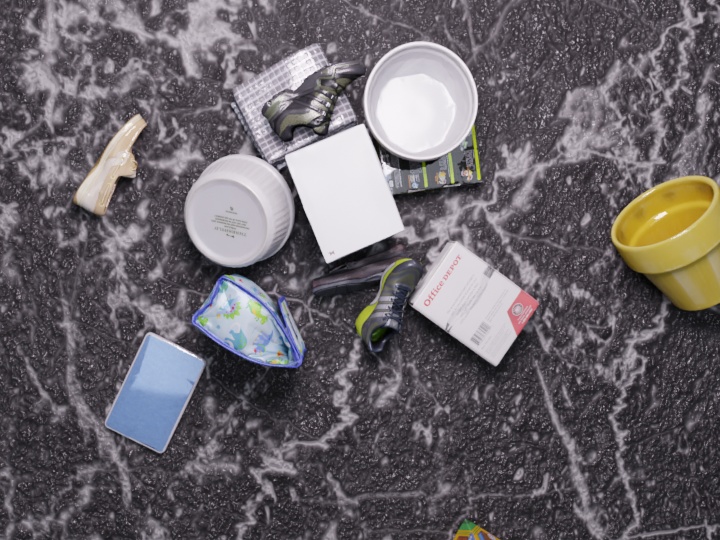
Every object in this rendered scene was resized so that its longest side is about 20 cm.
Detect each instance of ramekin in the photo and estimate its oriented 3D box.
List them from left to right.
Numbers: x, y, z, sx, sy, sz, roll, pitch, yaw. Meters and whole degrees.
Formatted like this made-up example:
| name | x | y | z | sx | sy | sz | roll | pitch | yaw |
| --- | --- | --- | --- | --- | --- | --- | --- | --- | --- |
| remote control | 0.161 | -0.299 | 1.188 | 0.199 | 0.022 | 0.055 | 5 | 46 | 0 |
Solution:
| name | x | y | z | sx | sy | sz | roll | pitch | yaw |
| --- | --- | --- | --- | --- | --- | --- | --- | --- | --- |
| ramekin | -0.223 | -0.100 | 1.213 | 0.199 | 0.094 | 0.206 | 4 | 110 | 10 |
| ramekin | 0.101 | -0.290 | 1.202 | 0.196 | 0.105 | 0.204 | 0 | 91 | -3 |

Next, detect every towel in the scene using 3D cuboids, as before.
| name | x | y | z | sx | sy | sz | roll | pitch | yaw |
| --- | --- | --- | --- | --- | --- | --- | --- | --- | --- |
| towel | -0.124 | -0.298 | 1.244 | 0.198 | 0.086 | 0.167 | -29 | 93 | -1 |

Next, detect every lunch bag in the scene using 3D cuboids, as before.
| name | x | y | z | sx | sy | sz | roll | pitch | yaw |
| --- | --- | --- | --- | --- | --- | --- | --- | --- | --- |
| lunch bag | -0.183 | 0.099 | 1.213 | 0.199 | 0.170 | 0.128 | 37 | 89 | -3 |

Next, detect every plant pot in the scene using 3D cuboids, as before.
| name | x | y | z | sx | sy | sz | roll | pitch | yaw |
| --- | --- | --- | --- | --- | --- | --- | --- | --- | --- |
| plant pot | 0.597 | -0.038 | 1.247 | 0.200 | 0.201 | 0.190 | -39 | 108 | 0 |

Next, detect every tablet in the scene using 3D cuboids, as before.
| name | x | y | z | sx | sy | sz | roll | pitch | yaw |
| --- | --- | --- | --- | --- | --- | --- | --- | --- | --- |
| tablet | -0.393 | 0.235 | 1.296 | 0.129 | 0.014 | 0.202 | 26 | 91 | -3 |

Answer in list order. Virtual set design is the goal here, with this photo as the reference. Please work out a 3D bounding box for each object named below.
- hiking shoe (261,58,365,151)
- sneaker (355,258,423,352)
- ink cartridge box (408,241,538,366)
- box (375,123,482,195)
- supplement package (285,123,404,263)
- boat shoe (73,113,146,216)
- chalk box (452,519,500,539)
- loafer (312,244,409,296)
| name | x | y | z | sx | sy | sz | roll | pitch | yaw |
| --- | --- | --- | --- | --- | --- | --- | --- | --- | --- |
| hiking shoe | -0.069 | -0.290 | 1.179 | 0.198 | 0.076 | 0.102 | -28 | 100 | 7 |
| sneaker | 0.062 | 0.068 | 1.244 | 0.073 | 0.081 | 0.202 | 15 | 118 | -26 |
| ink cartridge box | 0.210 | 0.060 | 1.279 | 0.199 | 0.083 | 0.148 | 36 | 91 | -4 |
| box | 0.124 | -0.252 | 1.279 | 0.190 | 0.048 | 0.204 | -9 | 93 | -5 |
| supplement package | -0.029 | -0.132 | 1.200 | 0.145 | 0.200 | 0.194 | -22 | 94 | -1 |
| boat shoe | -0.446 | -0.192 | 1.247 | 0.069 | 0.074 | 0.201 | 34 | 92 | -16 |
| chalk box | 0.232 | 0.582 | 1.249 | 0.123 | 0.200 | 0.126 | 31 | 91 | -4 |
| loafer | 0.000 | 0.000 | 1.283 | 0.197 | 0.072 | 0.064 | -12 | 74 | -8 |
